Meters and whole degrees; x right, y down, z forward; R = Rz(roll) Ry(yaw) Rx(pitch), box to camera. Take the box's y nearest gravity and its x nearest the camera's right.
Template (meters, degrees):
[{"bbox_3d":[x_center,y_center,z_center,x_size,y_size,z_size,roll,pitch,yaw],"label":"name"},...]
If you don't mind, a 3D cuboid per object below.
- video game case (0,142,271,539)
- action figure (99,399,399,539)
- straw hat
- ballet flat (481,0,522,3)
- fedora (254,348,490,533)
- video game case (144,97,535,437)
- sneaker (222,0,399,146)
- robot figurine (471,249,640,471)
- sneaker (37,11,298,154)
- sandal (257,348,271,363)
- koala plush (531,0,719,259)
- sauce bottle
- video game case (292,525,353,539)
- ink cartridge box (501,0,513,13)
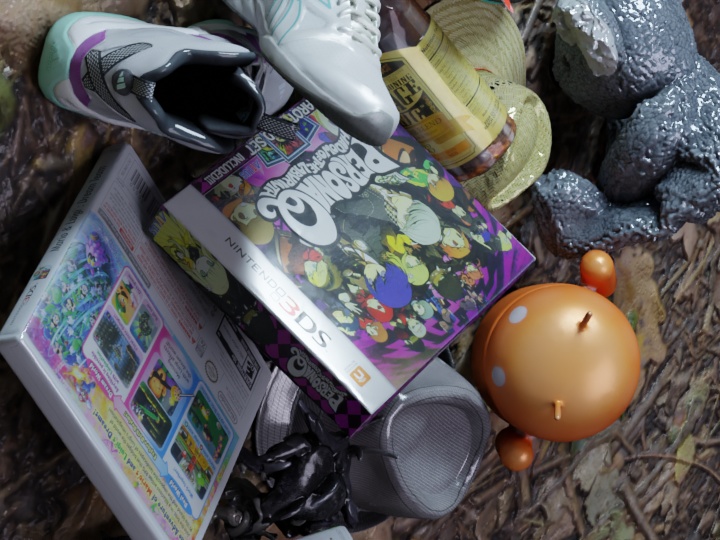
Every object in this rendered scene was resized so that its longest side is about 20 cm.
[{"bbox_3d":[-0.131,0.054,1.384,0.200,0.024,0.182,60,34,-31],"label":"video game case"},{"bbox_3d":[-0.078,0.146,1.516,0.200,0.102,0.119,-31,131,-17],"label":"action figure"},{"bbox_3d":[0.086,-0.091,1.610,0.201,0.085,0.201,-25,125,-42],"label":"straw hat"},{"bbox_3d":[0.075,-0.221,1.540,0.200,0.068,0.068,-1,68,-50],"label":"ballet flat"},{"bbox_3d":[0.025,0.113,1.628,0.177,0.090,0.200,-58,140,-13],"label":"fedora"},{"bbox_3d":[-0.009,-0.016,1.436,0.200,0.181,0.036,-40,173,-43],"label":"video game case"},{"bbox_3d":[-0.022,-0.149,1.359,0.080,0.200,0.070,-42,134,8],"label":"sneaker"},{"bbox_3d":[0.143,0.065,1.680,0.144,0.200,0.117,-28,92,-2],"label":"robot figurine"},{"bbox_3d":[-0.079,-0.102,1.366,0.200,0.140,0.078,-4,110,-48],"label":"sneaker"},{"bbox_3d":[-0.056,0.031,1.534,0.200,0.043,0.076,-42,135,-29],"label":"sandal"},{"bbox_3d":[0.210,-0.138,1.686,0.177,0.184,0.200,-39,112,-49],"label":"koala plush"},{"bbox_3d":[0.022,-0.145,1.495,0.200,0.066,0.066,47,69,-24],"label":"sauce bottle"},{"bbox_3d":[-0.120,0.241,1.485,0.182,0.022,0.200,-11,152,-47],"label":"video game case"},{"bbox_3d":[0.075,-0.286,1.434,0.162,0.050,0.200,43,34,-61],"label":"ink cartridge box"}]
